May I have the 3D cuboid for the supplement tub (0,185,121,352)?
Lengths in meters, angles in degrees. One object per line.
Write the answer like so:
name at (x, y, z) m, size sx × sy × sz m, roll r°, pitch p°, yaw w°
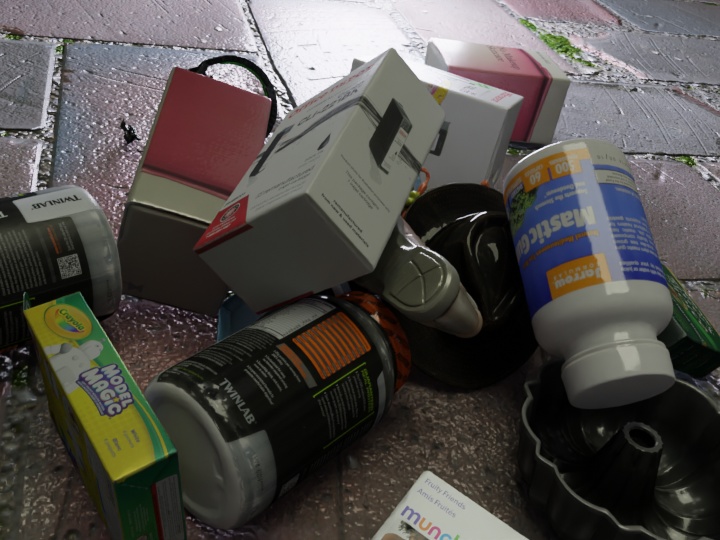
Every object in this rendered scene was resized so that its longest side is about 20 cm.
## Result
supplement tub at (-0.311, 0.008, 0.638) m, size 0.199 × 0.124 × 0.122 m, roll -19°, pitch 45°, yaw -38°

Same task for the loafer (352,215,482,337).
loafer at (0.037, 0.002, 0.669) m, size 0.063 × 0.072 × 0.200 m, roll 40°, pitch 4°, yaw -31°

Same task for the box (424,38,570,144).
box at (0.202, -0.280, 1.213) m, size 0.197 × 0.110 × 0.128 m, roll 2°, pitch 35°, yaw -13°

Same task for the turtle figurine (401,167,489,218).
turtle figurine at (0.083, -0.025, 0.805) m, size 0.199 × 0.064 × 0.163 m, roll 15°, pitch 62°, yaw -43°

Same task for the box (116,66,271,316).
box at (-0.163, -0.079, 0.762) m, size 0.108 × 0.128 × 0.202 m, roll 16°, pitch 47°, yaw -14°

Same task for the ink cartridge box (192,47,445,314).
ink cartridge box at (-0.029, -0.076, 0.652) m, size 0.084 × 0.143 × 0.201 m, roll 48°, pitch 46°, yaw -23°

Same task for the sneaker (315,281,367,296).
sneaker at (0.000, 0.000, 0.794) m, size 0.119 × 0.084 × 0.201 m, roll -9°, pitch 34°, yaw -14°

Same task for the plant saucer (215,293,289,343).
plant saucer at (-0.057, 0.002, 0.709) m, size 0.019 × 0.199 × 0.070 m, roll 40°, pitch 22°, yaw -29°

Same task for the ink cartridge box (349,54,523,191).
ink cartridge box at (0.085, -0.173, 0.987) m, size 0.198 × 0.148 × 0.147 m, roll 21°, pitch 22°, yaw 12°

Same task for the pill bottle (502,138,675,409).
pill bottle at (0.189, 0.004, 0.639) m, size 0.111 × 0.112 × 0.202 m, roll 1°, pitch 62°, yaw -16°

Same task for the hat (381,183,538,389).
hat at (0.118, 0.008, 0.723) m, size 0.198 × 0.203 × 0.081 m, roll -3°, pitch -7°, yaw -21°

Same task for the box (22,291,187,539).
box at (-0.187, 0.106, 0.554) m, size 0.048 × 0.118 × 0.200 m, roll -22°, pitch 47°, yaw -31°

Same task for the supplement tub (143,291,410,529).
supplement tub at (-0.057, 0.096, 0.604) m, size 0.122 × 0.124 × 0.199 m, roll 33°, pitch 39°, yaw 28°

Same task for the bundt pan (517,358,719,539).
bundt pan at (0.218, 0.162, 0.634) m, size 0.199 × 0.076 × 0.203 m, roll 8°, pitch 34°, yaw -5°

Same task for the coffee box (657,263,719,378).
coffee box at (0.292, 0.037, 0.757) m, size 0.199 × 0.044 × 0.124 m, roll 19°, pitch 38°, yaw -51°

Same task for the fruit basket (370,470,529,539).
fruit basket at (0.058, 0.233, 0.448) m, size 0.184 × 0.094 × 0.200 m, roll 30°, pitch 58°, yaw 24°

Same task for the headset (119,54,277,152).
headset at (-0.206, -0.200, 0.998) m, size 0.198 × 0.125 × 0.094 m, roll -22°, pitch 18°, yaw -15°
